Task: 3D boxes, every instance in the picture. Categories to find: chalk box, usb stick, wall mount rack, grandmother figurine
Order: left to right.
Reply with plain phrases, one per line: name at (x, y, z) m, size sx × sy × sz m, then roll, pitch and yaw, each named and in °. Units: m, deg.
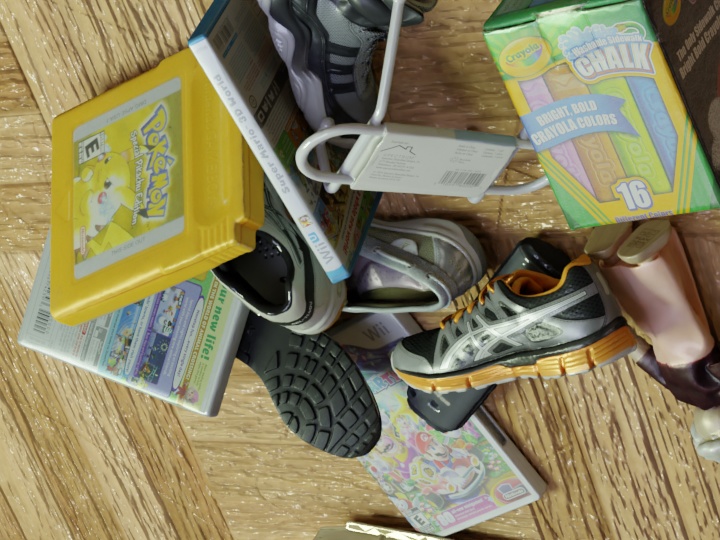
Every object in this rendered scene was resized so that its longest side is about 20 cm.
wall mount rack at (0.055, -0.115, 1.511) m, size 0.198 × 0.075 × 0.174 m, roll 3°, pitch 146°, yaw -24°
usb stick at (0.097, 0.050, 1.672) m, size 0.055 × 0.033 × 0.200 m, roll 35°, pitch 131°, yaw -1°
chalk box at (0.167, -0.146, 1.412) m, size 0.123 × 0.125 × 0.201 m, roll -8°, pitch 118°, yaw 38°
grandmother figurine at (0.233, 0.056, 1.583) m, size 0.121 × 0.060 × 0.201 m, roll 20°, pitch 144°, yaw 59°

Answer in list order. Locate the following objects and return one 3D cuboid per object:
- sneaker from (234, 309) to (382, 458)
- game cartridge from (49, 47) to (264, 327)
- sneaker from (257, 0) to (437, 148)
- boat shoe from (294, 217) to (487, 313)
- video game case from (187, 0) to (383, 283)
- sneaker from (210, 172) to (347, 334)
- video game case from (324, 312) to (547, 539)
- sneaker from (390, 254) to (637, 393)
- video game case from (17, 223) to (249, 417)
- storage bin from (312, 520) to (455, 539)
sneaker at (-0.049, 0.064, 1.754) m, size 0.200 × 0.087 × 0.076 m, roll 44°, pitch 103°, yaw 15°
game cartridge at (-0.154, -0.070, 1.654) m, size 0.199 × 0.178 × 0.032 m, roll -23°, pitch 148°, yaw 36°
sneaker at (0.005, -0.164, 1.543) m, size 0.113 × 0.076 × 0.201 m, roll -5°, pitch 137°, yaw 20°
boat shoe at (0.001, 0.001, 1.684) m, size 0.201 × 0.065 × 0.075 m, roll 2°, pitch 125°, yaw 38°
video game case at (-0.049, -0.107, 1.579) m, size 0.018 × 0.143 × 0.201 m, roll -23°, pitch 111°, yaw 22°
sneaker at (-0.093, -0.036, 1.654) m, size 0.200 × 0.088 × 0.076 m, roll 43°, pitch 104°, yaw 20°
video game case at (0.041, 0.124, 1.794) m, size 0.143 × 0.018 × 0.200 m, roll -28°, pitch 106°, yaw 45°
sneaker at (0.105, 0.039, 1.597) m, size 0.199 × 0.078 × 0.078 m, roll -12°, pitch 98°, yaw 35°
video game case at (-0.163, -0.009, 1.739) m, size 0.181 × 0.022 × 0.202 m, roll 19°, pitch 94°, yaw 21°
storage bin at (0.055, 0.323, 1.878) m, size 0.197 × 0.094 × 0.201 m, roll 7°, pitch 133°, yaw 30°
